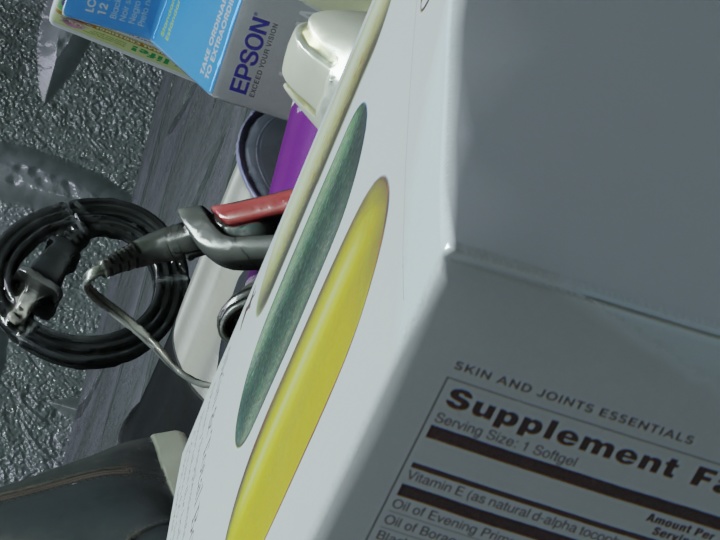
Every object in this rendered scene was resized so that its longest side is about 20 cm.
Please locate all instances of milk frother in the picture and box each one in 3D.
[{"bbox_3d":[-0.063,-0.003,1.129,0.181,0.200,0.188,-80,11,-52],"label":"milk frother"}]

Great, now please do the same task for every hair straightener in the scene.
[{"bbox_3d":[0.000,0.000,0.854,0.041,0.199,0.077,48,-145,-66],"label":"hair straightener"}]

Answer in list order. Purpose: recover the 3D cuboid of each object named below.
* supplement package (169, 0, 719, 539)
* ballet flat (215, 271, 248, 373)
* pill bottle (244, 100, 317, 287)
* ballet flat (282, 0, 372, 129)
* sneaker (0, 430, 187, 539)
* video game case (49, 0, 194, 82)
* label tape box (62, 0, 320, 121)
[{"bbox_3d":[0.054,0.041,0.499,0.152,0.150,0.200,-84,15,-50],"label":"supplement package"},{"bbox_3d":[-0.029,0.096,0.996,0.073,0.073,0.201,-136,40,-79],"label":"ballet flat"},{"bbox_3d":[0.014,0.006,0.932,0.112,0.112,0.200,141,144,-73],"label":"pill bottle"},{"bbox_3d":[0.002,-0.078,0.793,0.072,0.072,0.200,116,152,-44],"label":"ballet flat"},{"bbox_3d":[-0.098,0.128,0.923,0.200,0.106,0.075,-126,24,-70],"label":"sneaker"},{"bbox_3d":[-0.036,-0.108,1.144,0.182,0.200,0.022,141,149,-73],"label":"video game case"},{"bbox_3d":[-0.007,-0.131,1.015,0.066,0.200,0.144,-103,31,-69],"label":"label tape box"}]
